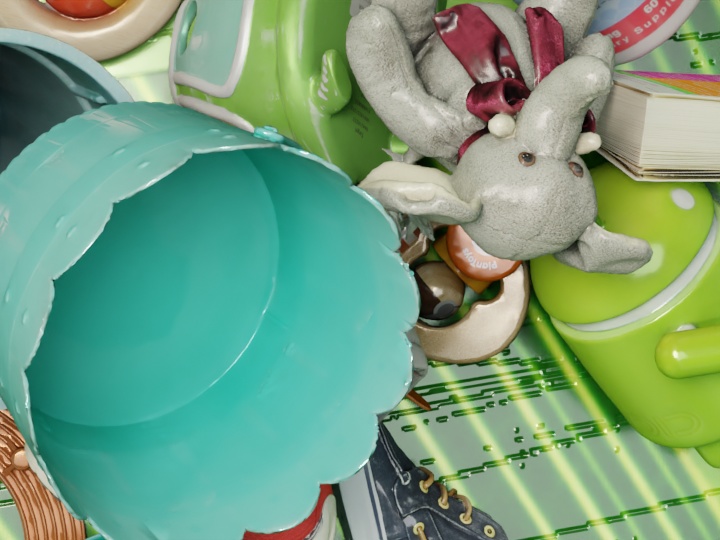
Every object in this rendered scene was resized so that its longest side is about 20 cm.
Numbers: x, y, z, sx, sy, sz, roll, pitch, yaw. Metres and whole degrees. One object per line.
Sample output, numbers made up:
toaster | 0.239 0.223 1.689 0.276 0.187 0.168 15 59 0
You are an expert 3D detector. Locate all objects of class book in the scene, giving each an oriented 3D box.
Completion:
book | 0.223 -0.088 1.213 0.199 0.134 0.048 1 106 -17

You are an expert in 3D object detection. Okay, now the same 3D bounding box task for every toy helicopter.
toy helicopter | 0.000 0.000 1.252 0.200 0.079 0.133 19 96 6

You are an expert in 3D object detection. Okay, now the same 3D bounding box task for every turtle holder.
turtle holder | -0.034 -0.103 1.210 0.131 0.141 0.186 -1 98 30

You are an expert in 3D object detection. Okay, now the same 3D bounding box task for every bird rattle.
bird rattle | -0.175 -0.191 1.218 0.200 0.113 0.163 -37 109 -2

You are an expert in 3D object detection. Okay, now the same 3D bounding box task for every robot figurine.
robot figurine | 0.173 0.020 1.218 0.116 0.176 0.200 -36 118 8

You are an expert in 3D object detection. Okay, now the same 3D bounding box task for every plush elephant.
plush elephant | 0.075 -0.075 1.092 0.164 0.155 0.200 7 115 -32

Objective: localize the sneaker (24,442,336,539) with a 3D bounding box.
sneaker | -0.095 0.101 1.172 0.200 0.077 0.085 16 110 28

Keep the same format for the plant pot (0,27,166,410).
plant pot | -0.231 -0.051 1.136 0.200 0.196 0.201 -10 112 -25

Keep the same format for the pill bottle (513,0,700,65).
pill bottle | 0.100 -0.210 1.196 0.200 0.109 0.109 38 85 -35

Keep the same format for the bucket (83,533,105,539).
bucket | -0.115 0.244 1.182 0.207 0.135 0.208 -1 99 -7

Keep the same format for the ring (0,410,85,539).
ring | -0.259 0.163 1.240 0.200 0.019 0.201 0 88 -6

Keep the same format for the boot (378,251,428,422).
boot | -0.051 0.065 1.187 0.200 0.073 0.096 -36 56 29

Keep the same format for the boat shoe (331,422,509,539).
boat shoe | 0.035 0.140 1.248 0.091 0.071 0.201 -16 97 -8

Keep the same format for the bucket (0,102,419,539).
bucket | -0.087 0.020 1.035 0.207 0.135 0.208 -10 114 -25
